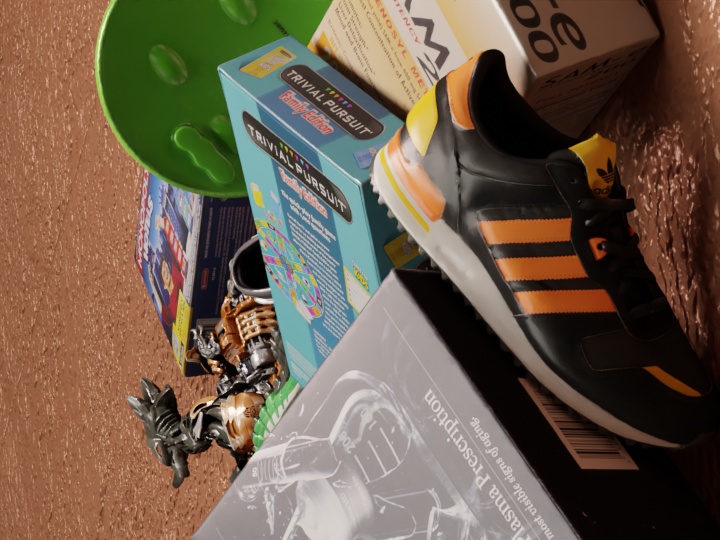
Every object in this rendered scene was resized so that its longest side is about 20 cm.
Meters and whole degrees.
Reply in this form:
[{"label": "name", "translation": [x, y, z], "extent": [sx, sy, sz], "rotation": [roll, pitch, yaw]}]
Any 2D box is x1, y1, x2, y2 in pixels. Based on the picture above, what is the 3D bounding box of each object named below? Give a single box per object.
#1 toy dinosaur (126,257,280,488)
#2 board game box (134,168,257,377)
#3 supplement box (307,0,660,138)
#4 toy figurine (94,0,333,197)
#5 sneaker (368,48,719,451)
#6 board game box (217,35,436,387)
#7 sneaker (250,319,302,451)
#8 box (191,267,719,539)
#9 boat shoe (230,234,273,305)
[{"label": "toy dinosaur", "translation": [-0.076, 0.090, 1.813], "extent": [0.136, 0.102, 0.200], "rotation": [-19, 52, 54]}, {"label": "board game box", "translation": [-0.108, -0.065, 1.919], "extent": [0.200, 0.062, 0.200], "rotation": [-116, 29, -52]}, {"label": "supplement box", "translation": [0.054, -0.111, 1.356], "extent": [0.126, 0.074, 0.200], "rotation": [62, 155, 14]}, {"label": "toy figurine", "translation": [-0.070, -0.109, 1.659], "extent": [0.200, 0.150, 0.184], "rotation": [48, 179, -11]}, {"label": "sneaker", "translation": [0.094, -0.011, 1.228], "extent": [0.200, 0.070, 0.090], "rotation": [46, 122, 16]}, {"label": "board game box", "translation": [0.000, 0.000, 1.421], "extent": [0.151, 0.047, 0.200], "rotation": [41, 150, 50]}, {"label": "sneaker", "translation": [-0.010, 0.084, 1.624], "extent": [0.085, 0.078, 0.200], "rotation": [46, 157, 20]}, {"label": "box", "translation": [0.048, 0.133, 1.251], "extent": [0.182, 0.104, 0.200], "rotation": [-54, 52, 28]}, {"label": "boat shoe", "translation": [-0.024, 0.001, 1.671], "extent": [0.200, 0.063, 0.073], "rotation": [178, 92, -70]}]
